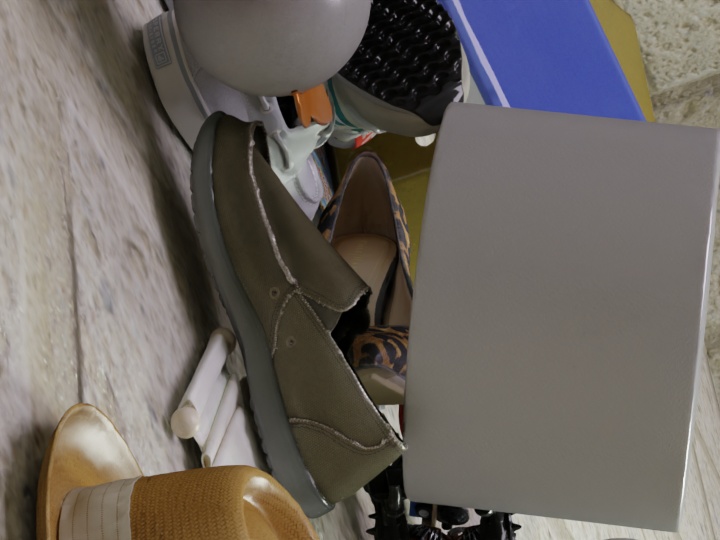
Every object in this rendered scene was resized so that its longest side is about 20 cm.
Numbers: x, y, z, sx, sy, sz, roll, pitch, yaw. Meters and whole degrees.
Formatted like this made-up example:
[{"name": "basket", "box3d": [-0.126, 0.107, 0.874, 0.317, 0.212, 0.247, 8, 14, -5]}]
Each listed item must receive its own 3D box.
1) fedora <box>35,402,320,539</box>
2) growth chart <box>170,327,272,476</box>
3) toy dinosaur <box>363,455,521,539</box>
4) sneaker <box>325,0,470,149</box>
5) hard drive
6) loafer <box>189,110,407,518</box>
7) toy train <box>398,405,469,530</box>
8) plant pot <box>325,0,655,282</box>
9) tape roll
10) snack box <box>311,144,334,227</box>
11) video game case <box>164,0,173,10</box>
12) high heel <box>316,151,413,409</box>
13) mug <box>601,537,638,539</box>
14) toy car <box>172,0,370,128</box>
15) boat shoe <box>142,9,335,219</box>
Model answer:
[{"name": "fedora", "box3d": [-0.053, 0.138, 1.060, 0.201, 0.081, 0.202, -18, 90, -79]}, {"name": "growth chart", "box3d": [-0.042, 0.130, 1.303, 0.145, 0.018, 0.201, -46, 117, -78]}, {"name": "toy dinosaur", "box3d": [0.054, 0.171, 1.541, 0.200, 0.101, 0.137, -145, -130, -72]}, {"name": "sneaker", "box3d": [0.007, -0.103, 1.527, 0.200, 0.070, 0.094, 36, -25, 50]}, {"name": "hard drive", "box3d": [0.111, -0.091, 1.603, 0.132, 0.025, 0.201, -23, 86, -50]}, {"name": "loafer", "box3d": [-0.027, 0.015, 1.346, 0.075, 0.069, 0.201, 35, 36, -77]}, {"name": "toy train", "box3d": [0.043, 0.083, 1.614, 0.201, 0.045, 0.034, 89, 7, -47]}, {"name": "plant pot", "box3d": [0.067, -0.081, 1.716, 0.200, 0.194, 0.196, 41, 36, -63]}, {"name": "tape roll", "box3d": [0.102, 0.022, 1.401, 0.203, 0.138, 0.204, 5, 90, -83]}, {"name": "snack box", "box3d": [-0.044, -0.102, 1.643, 0.072, 0.024, 0.201, 59, 17, -57]}, {"name": "video game case", "box3d": [-0.109, -0.212, 1.514, 0.144, 0.018, 0.201, -88, 157, -59]}, {"name": "high heel", "box3d": [0.000, 0.000, 1.495, 0.200, 0.071, 0.144, 115, -24, -85]}, {"name": "mug", "box3d": [0.180, 0.288, 1.881, 0.176, 0.147, 0.201, -108, -157, -53]}, {"name": "toy car", "box3d": [-0.049, -0.161, 1.331, 0.177, 0.183, 0.201, -96, 171, -50]}, {"name": "boat shoe", "box3d": [-0.049, -0.082, 1.469, 0.200, 0.068, 0.072, 56, 19, -54]}]
